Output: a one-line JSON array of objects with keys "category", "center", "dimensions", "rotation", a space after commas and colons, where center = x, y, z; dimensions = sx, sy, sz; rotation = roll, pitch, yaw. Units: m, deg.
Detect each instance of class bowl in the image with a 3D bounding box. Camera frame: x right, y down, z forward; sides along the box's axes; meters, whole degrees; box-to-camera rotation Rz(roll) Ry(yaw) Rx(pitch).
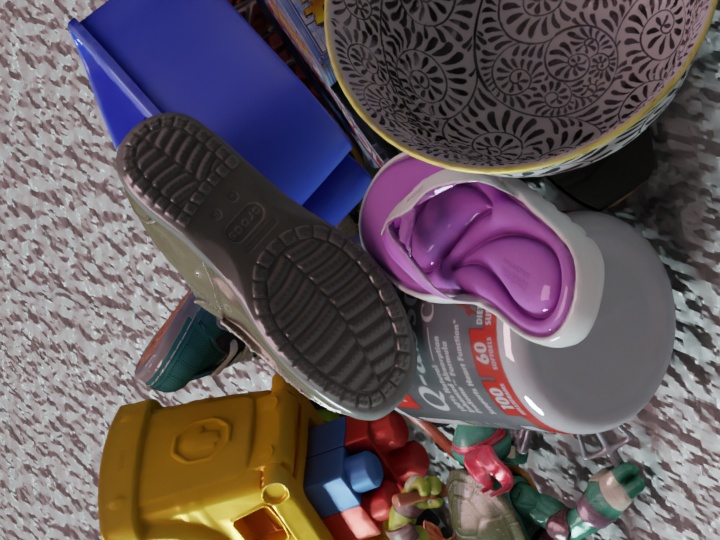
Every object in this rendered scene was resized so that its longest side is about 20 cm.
[{"category": "bowl", "center": [0.090, -0.121, 1.424], "dimensions": [0.201, 0.200, 0.094], "rotation": [56, -178, 29]}]

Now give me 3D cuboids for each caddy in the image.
[{"category": "caddy", "center": [-0.086, -0.081, 1.630], "dimensions": [0.200, 0.105, 0.141], "rotation": [48, 178, 21]}]

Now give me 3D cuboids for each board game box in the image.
[{"category": "board game box", "center": [0.006, -0.114, 1.568], "dimensions": [0.200, 0.062, 0.200], "rotation": [56, 179, 12]}]

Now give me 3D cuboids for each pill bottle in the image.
[{"category": "pill bottle", "center": [0.065, 0.026, 1.549], "dimensions": [0.200, 0.116, 0.116], "rotation": [0, 106, 55]}]

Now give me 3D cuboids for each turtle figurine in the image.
[{"category": "turtle figurine", "center": [0.032, 0.195, 1.693], "dimensions": [0.064, 0.161, 0.200], "rotation": [-5, 118, 35]}, {"category": "turtle figurine", "center": [0.096, 0.140, 1.645], "dimensions": [0.150, 0.100, 0.201], "rotation": [33, 143, 61]}]

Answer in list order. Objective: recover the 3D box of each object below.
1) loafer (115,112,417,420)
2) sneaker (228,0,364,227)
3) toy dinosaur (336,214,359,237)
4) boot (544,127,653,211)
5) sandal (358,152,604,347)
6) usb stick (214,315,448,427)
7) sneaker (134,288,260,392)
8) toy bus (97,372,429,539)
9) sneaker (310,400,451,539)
[{"category": "loafer", "center": [-0.048, 0.000, 1.520], "dimensions": [0.200, 0.075, 0.070], "rotation": [48, 164, 8]}, {"category": "sneaker", "center": [-0.043, -0.108, 1.762], "dimensions": [0.082, 0.078, 0.201], "rotation": [-99, -1, -66]}, {"category": "toy dinosaur", "center": [0.000, 0.000, 1.727], "dimensions": [0.101, 0.058, 0.200], "rotation": [6, 130, 20]}, {"category": "boot", "center": [0.084, -0.113, 1.554], "dimensions": [0.200, 0.077, 0.138], "rotation": [59, 172, 9]}, {"category": "sandal", "center": [0.049, -0.018, 1.436], "dimensions": [0.202, 0.050, 0.083], "rotation": [21, 102, 55]}, {"category": "usb stick", "center": [-0.005, 0.048, 1.694], "dimensions": [0.055, 0.200, 0.033], "rotation": [-16, 59, 38]}, {"category": "sneaker", "center": [-0.062, 0.023, 1.784], "dimensions": [0.080, 0.200, 0.071], "rotation": [42, 135, 0]}, {"category": "toy bus", "center": [-0.041, 0.161, 1.766], "dimensions": [0.136, 0.191, 0.200], "rotation": [-88, -26, -50]}, {"category": "sneaker", "center": [0.010, 0.168, 1.883], "dimensions": [0.081, 0.074, 0.200], "rotation": [90, 155, -66]}]
